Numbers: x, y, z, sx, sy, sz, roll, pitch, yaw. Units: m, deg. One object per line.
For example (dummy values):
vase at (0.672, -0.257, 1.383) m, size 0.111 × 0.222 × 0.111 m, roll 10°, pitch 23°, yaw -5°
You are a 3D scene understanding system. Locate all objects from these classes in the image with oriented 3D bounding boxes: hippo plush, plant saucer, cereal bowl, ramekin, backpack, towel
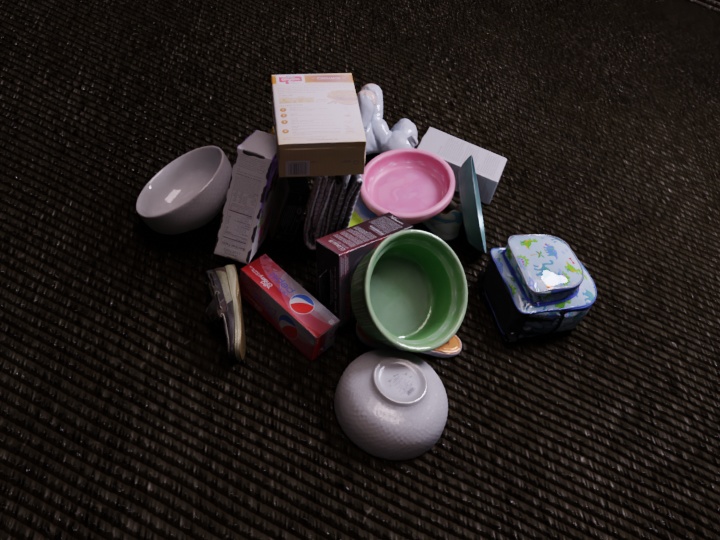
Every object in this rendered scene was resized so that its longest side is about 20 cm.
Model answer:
hippo plush at (0.055, -0.311, 1.820) m, size 0.157 × 0.162 × 0.202 m, roll 18°, pitch 43°, yaw 3°
plant saucer at (0.229, -0.135, 1.691) m, size 0.035 × 0.203 × 0.203 m, roll -7°, pitch 42°, yaw 11°
cereal bowl at (-0.321, -0.139, 1.543) m, size 0.196 × 0.084 × 0.202 m, roll -21°, pitch 35°, yaw 15°
ramekin at (0.077, 0.039, 1.402) m, size 0.195 × 0.097 × 0.206 m, roll 4°, pitch 81°, yaw -23°
cereal bowl at (0.057, 0.207, 1.360) m, size 0.195 × 0.084 × 0.203 m, roll 9°, pitch 43°, yaw -8°
plant saucer at (0.095, -0.166, 1.668) m, size 0.195 × 0.051 × 0.204 m, roll -2°, pitch 50°, yaw 3°
backpack at (0.354, 0.027, 1.585) m, size 0.195 × 0.149 × 0.186 m, roll -2°, pitch 48°, yaw -23°
towel at (-0.047, -0.157, 1.537) m, size 0.083 × 0.202 × 0.168 m, roll 13°, pitch 45°, yaw -5°

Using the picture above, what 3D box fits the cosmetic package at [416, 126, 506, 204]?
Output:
cosmetic package at (0.224, -0.239, 1.864) m, size 0.196 × 0.072 × 0.102 m, roll 24°, pitch 44°, yaw 7°

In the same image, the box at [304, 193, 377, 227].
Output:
box at (-0.003, -0.096, 1.668) m, size 0.197 × 0.048 × 0.122 m, roll -22°, pitch 56°, yaw -32°

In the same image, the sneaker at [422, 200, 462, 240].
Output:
sneaker at (0.135, -0.151, 1.742) m, size 0.198 × 0.082 × 0.076 m, roll 33°, pitch 47°, yaw 18°

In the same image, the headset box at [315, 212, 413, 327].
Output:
headset box at (0.000, 0.000, 1.492) m, size 0.197 × 0.152 × 0.074 m, roll -21°, pitch 36°, yaw -34°

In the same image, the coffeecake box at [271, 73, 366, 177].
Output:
coffeecake box at (-0.077, -0.259, 1.439) m, size 0.149 × 0.074 × 0.203 m, roll -3°, pitch 47°, yaw -8°

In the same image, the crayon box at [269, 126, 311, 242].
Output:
crayon box at (-0.155, -0.175, 1.639) m, size 0.050 × 0.127 × 0.203 m, roll 5°, pitch 44°, yaw -24°

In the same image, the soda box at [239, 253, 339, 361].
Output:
soda box at (-0.130, 0.064, 1.453) m, size 0.199 × 0.071 × 0.063 m, roll 39°, pitch 50°, yaw 22°

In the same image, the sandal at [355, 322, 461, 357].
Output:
sandal at (0.093, 0.104, 1.490) m, size 0.201 × 0.060 × 0.080 m, roll 9°, pitch 43°, yaw -8°

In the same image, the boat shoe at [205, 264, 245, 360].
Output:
boat shoe at (-0.236, 0.075, 1.417) m, size 0.063 × 0.074 × 0.203 m, roll -7°, pitch 44°, yaw -8°

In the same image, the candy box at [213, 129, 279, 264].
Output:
candy box at (-0.199, -0.138, 1.506) m, size 0.070 × 0.204 × 0.168 m, roll 16°, pitch 21°, yaw -1°
